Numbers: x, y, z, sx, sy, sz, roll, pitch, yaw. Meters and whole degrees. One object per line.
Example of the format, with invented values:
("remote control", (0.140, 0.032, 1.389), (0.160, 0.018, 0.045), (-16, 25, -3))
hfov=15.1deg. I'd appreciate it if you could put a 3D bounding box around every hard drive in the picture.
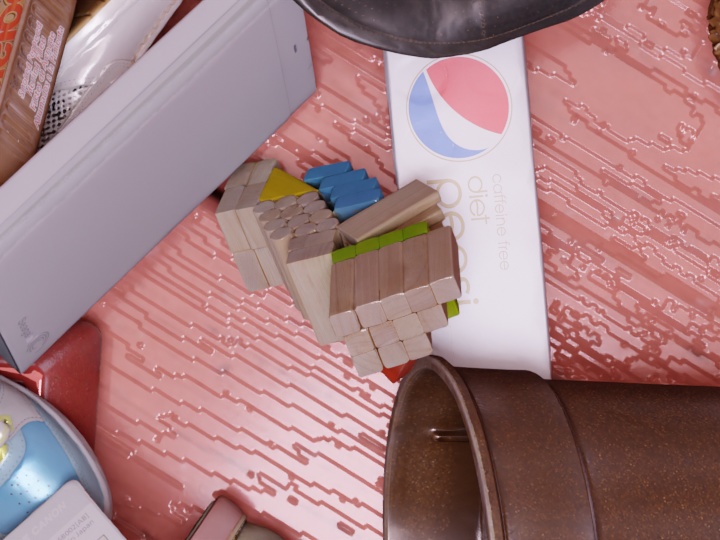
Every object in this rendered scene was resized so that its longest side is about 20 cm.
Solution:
("hard drive", (-0.102, -0.049, 1.248), (0.026, 0.132, 0.200), (41, 76, 17))

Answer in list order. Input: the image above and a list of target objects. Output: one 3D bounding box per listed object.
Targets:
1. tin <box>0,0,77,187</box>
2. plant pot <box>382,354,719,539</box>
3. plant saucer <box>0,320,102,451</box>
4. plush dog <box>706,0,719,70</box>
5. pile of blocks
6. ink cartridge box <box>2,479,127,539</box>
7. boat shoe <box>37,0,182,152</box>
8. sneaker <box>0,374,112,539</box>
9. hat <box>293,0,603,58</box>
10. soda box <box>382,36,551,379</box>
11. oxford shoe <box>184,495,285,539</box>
("tin", (-0.191, -0.085, 1.265), (0.111, 0.042, 0.201), (-16, 49, 36))
("plant pot", (0.127, 0.134, 1.232), (0.197, 0.200, 0.202), (-2, 90, -14))
("plant saucer", (-0.231, 0.118, 1.307), (0.198, 0.037, 0.201), (4, 91, 1))
("plush dog", (0.258, -0.117, 1.262), (0.199, 0.161, 0.172), (31, 115, 2))
("pile of blocks", (0.000, 0.000, 1.255), (0.082, 0.200, 0.062), (-29, 119, -12))
("ink cartridge box", (-0.123, 0.216, 1.189), (0.162, 0.050, 0.200), (-41, 58, -7))
("boat shoe", (-0.134, -0.079, 1.308), (0.069, 0.071, 0.200), (43, 88, -14))
("sneaker", (-0.202, 0.068, 1.223), (0.200, 0.131, 0.080), (37, 91, 1))
("hat", (0.035, -0.192, 1.235), (0.199, 0.081, 0.202), (-1, 96, -12))
("soda box", (0.050, -0.043, 1.299), (0.068, 0.064, 0.202), (-5, 90, 2))
("oxford shoe", (-0.091, 0.211, 1.303), (0.074, 0.071, 0.201), (31, 92, -1))
